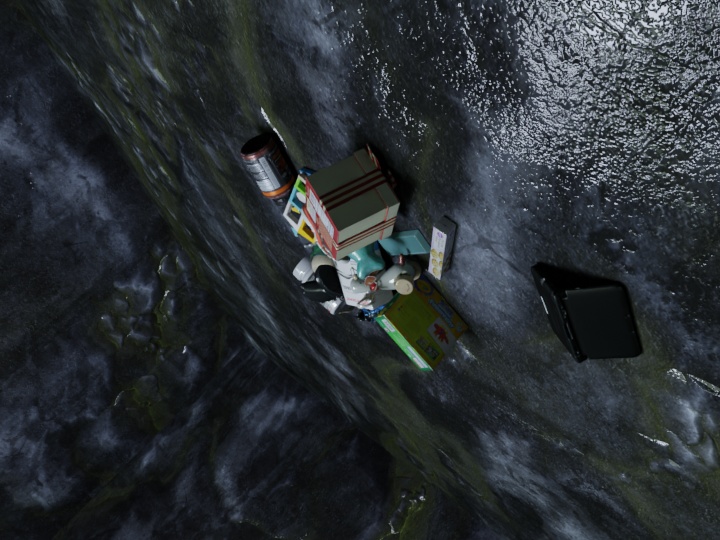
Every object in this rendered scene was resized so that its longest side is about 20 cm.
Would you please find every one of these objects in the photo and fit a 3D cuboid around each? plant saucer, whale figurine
[{"bbox_3d":[0.110,-0.068,1.632,0.070,0.019,0.199,52,157,-17],"label":"plant saucer"},{"bbox_3d":[-0.014,-0.084,1.600,0.202,0.158,0.104,66,-173,16],"label":"whale figurine"},{"bbox_3d":[-0.051,-0.014,1.959,0.198,0.105,0.159,21,159,-6],"label":"whale figurine"}]

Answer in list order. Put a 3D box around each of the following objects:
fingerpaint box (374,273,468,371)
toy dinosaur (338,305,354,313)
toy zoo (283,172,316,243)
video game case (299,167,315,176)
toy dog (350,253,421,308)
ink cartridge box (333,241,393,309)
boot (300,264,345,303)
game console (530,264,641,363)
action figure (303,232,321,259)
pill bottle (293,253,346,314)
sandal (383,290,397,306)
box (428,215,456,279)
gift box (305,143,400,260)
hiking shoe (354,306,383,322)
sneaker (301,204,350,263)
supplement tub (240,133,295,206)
[{"bbox_3d":[0.164,0.140,1.698,0.200,0.167,0.073,47,158,-7],"label":"fingerpaint box"},{"bbox_3d":[-0.006,0.090,2.006,0.048,0.087,0.200,59,-161,-9],"label":"toy dinosaur"},{"bbox_3d":[-0.152,-0.165,1.797,0.131,0.020,0.201,42,138,11],"label":"toy zoo"},{"bbox_3d":[-0.078,-0.203,1.740,0.199,0.018,0.144,27,151,41],"label":"video game case"},{"bbox_3d":[0.061,0.009,1.651,0.132,0.197,0.097,-98,-10,-64],"label":"toy dog"},{"bbox_3d":[0.000,0.000,1.795,0.145,0.084,0.203,8,119,57],"label":"ink cartridge box"},{"bbox_3d":[-0.114,0.045,1.905,0.161,0.074,0.197,-4,156,39],"label":"boot"},{"bbox_3d":[0.447,0.079,1.262,0.201,0.115,0.177,60,-175,-33],"label":"game console"},{"bbox_3d":[-0.109,-0.114,1.868,0.054,0.120,0.199,14,161,-25],"label":"action figure"},{"bbox_3d":[-0.128,0.043,2.148,0.200,0.114,0.114,42,159,10],"label":"pill bottle"},{"bbox_3d":[0.081,0.077,1.886,0.048,0.076,0.200,25,164,-18],"label":"sandal"},{"bbox_3d":[0.190,-0.049,1.482,0.041,0.039,0.201,36,157,20],"label":"box"},{"bbox_3d":[-0.019,-0.169,1.468,0.202,0.185,0.185,61,164,14],"label":"gift box"},{"bbox_3d":[0.058,0.134,2.000,0.075,0.087,0.199,50,159,-12],"label":"hiking shoe"},{"bbox_3d":[-0.081,-0.111,1.697,0.082,0.077,0.201,-38,85,26],"label":"sneaker"},{"bbox_3d":[-0.255,-0.282,1.807,0.106,0.107,0.201,23,150,45],"label":"supplement tub"}]
